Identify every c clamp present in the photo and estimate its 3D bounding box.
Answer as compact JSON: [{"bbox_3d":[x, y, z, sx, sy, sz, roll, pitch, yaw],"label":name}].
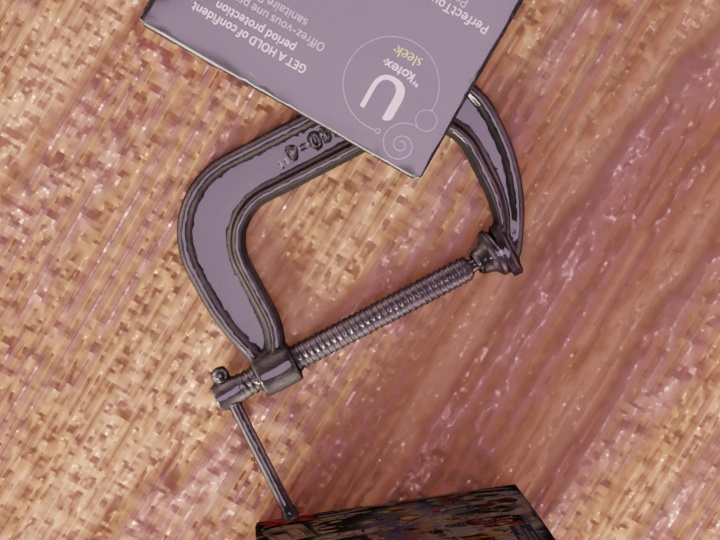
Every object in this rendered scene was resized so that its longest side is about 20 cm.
[{"bbox_3d":[0.000,0.000,1.385,0.200,0.027,0.171,-33,93,2],"label":"c clamp"}]

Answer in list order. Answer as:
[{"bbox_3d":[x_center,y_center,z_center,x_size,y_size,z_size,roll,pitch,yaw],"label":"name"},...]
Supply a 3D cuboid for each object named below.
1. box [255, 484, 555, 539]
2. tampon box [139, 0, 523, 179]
[{"bbox_3d":[0.020,0.141,1.318,0.137,0.200,0.040,-9,94,-3],"label":"box"},{"bbox_3d":[0.012,-0.166,1.297,0.150,0.126,0.200,30,95,-2],"label":"tampon box"}]
